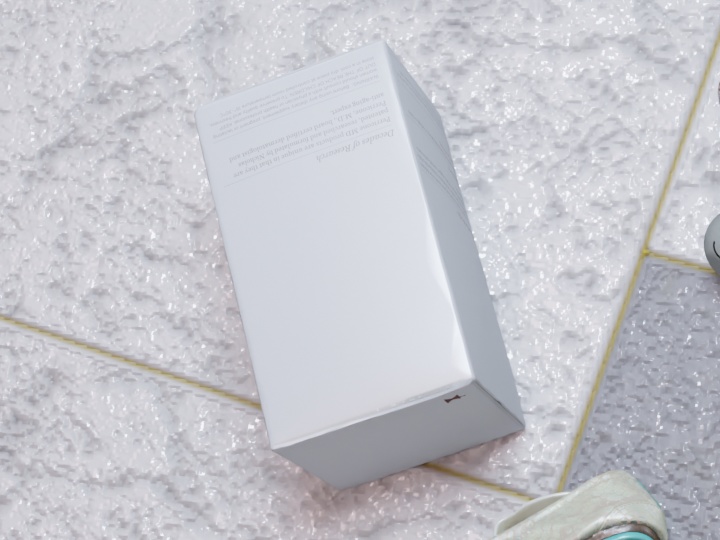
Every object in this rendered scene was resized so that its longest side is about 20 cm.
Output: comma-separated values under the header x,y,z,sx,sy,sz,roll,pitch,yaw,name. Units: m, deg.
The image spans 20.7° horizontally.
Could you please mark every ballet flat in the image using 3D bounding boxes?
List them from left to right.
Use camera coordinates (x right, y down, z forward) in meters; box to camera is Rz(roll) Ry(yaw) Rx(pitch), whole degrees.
x,y,z,sx,sy,sz,roll,pitch,yaw,name
0.067,0.166,1.039,0.200,0.068,0.062,-24,39,6,ballet flat

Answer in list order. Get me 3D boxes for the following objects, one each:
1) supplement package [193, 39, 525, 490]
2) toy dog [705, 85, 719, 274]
x,y,z,sx,sy,sz,roll,pitch,yaw,name
0.000,0.000,1.072,0.117,0.117,0.200,-19,68,11,supplement package
0.254,-0.085,1.016,0.132,0.096,0.200,16,79,22,toy dog
